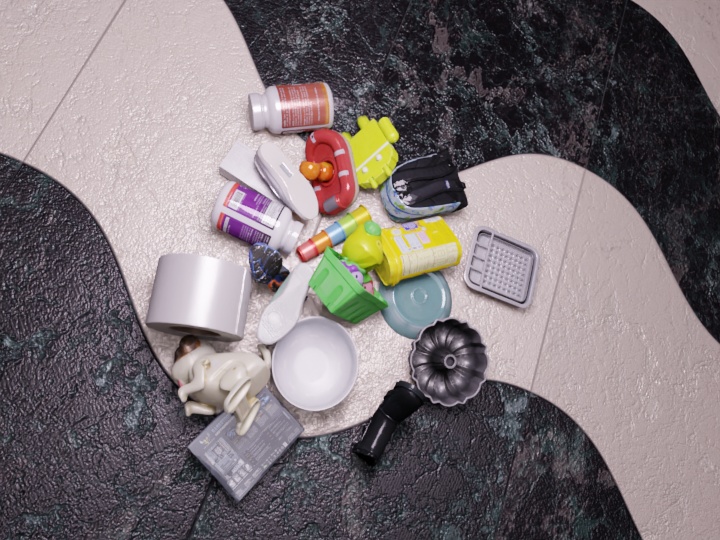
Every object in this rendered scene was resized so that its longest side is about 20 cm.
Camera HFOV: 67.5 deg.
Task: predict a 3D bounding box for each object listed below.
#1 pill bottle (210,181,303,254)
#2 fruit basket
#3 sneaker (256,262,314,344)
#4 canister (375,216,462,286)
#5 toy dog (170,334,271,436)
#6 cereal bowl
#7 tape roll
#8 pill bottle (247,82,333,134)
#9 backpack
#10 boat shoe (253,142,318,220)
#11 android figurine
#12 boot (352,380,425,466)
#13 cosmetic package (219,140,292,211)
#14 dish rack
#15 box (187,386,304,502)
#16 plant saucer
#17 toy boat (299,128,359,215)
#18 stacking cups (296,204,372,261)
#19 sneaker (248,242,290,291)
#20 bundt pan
[{"bbox_3d":[-0.234,-0.114,1.236,0.197,0.112,0.114,26,71,-7],"label":"pill bottle"},{"bbox_3d":[0.000,0.000,1.204,0.214,0.217,0.156,-34,65,-19],"label":"fruit basket"},{"bbox_3d":[-0.168,0.089,1.194,0.073,0.118,0.202,31,61,-4],"label":"sneaker"},{"bbox_3d":[0.129,-0.053,1.310,0.196,0.088,0.150,-13,49,-19],"label":"canister"},{"bbox_3d":[-0.298,0.207,1.103,0.196,0.140,0.196,18,62,18],"label":"toy dog"},{"bbox_3d":[-0.105,0.209,1.204,0.196,0.083,0.205,3,76,-13],"label":"cereal bowl"},{"bbox_3d":[-0.331,0.061,1.121,0.198,0.203,0.142,9,73,-12],"label":"tape roll"},{"bbox_3d":[-0.171,-0.396,1.322,0.196,0.112,0.115,-9,79,-17],"label":"pill bottle"},{"bbox_3d":[0.147,-0.201,1.352,0.198,0.153,0.166,-18,84,-40],"label":"backpack"},{"bbox_3d":[-0.175,-0.196,1.241,0.200,0.068,0.072,48,56,-12],"label":"boat shoe"},{"bbox_3d":[0.017,-0.287,1.327,0.181,0.041,0.202,-36,57,19],"label":"android figurine"},{"bbox_3d":[0.056,0.332,1.162,0.073,0.199,0.163,36,64,0],"label":"boot"},{"bbox_3d":[-0.233,-0.218,1.294,0.198,0.051,0.083,33,73,-5],"label":"cosmetic package"},{"bbox_3d":[0.362,-0.005,1.400,0.196,0.044,0.175,21,71,-9],"label":"dish rack"},{"bbox_3d":[-0.241,0.356,1.150,0.158,0.051,0.200,45,71,0],"label":"box"},{"bbox_3d":[0.141,0.066,1.329,0.195,0.036,0.205,4,75,-13],"label":"plant saucer"},{"bbox_3d":[-0.091,-0.237,1.280,0.129,0.129,0.204,1,73,-47],"label":"toy boat"},{"bbox_3d":[-0.062,-0.083,1.306,0.198,0.061,0.061,-35,87,-16],"label":"stacking cups"},{"bbox_3d":[-0.213,-0.014,1.181,0.078,0.201,0.075,42,77,15],"label":"sneaker"},{"bbox_3d":[0.199,0.211,1.276,0.197,0.076,0.207,1,87,-13],"label":"bundt pan"}]
